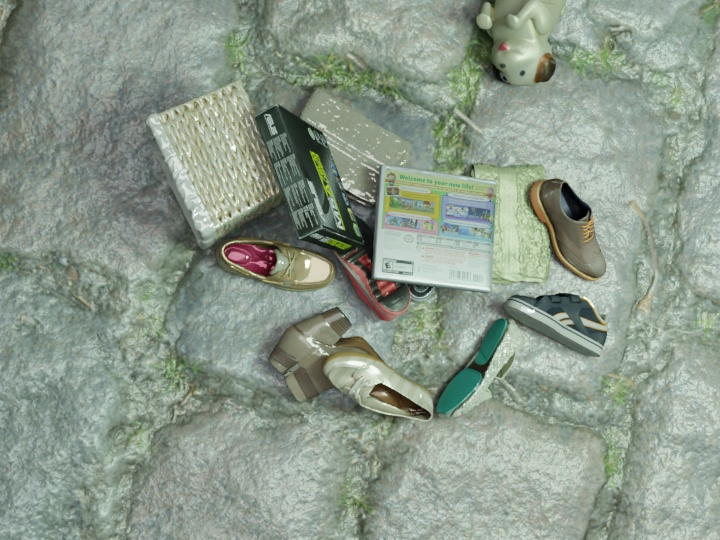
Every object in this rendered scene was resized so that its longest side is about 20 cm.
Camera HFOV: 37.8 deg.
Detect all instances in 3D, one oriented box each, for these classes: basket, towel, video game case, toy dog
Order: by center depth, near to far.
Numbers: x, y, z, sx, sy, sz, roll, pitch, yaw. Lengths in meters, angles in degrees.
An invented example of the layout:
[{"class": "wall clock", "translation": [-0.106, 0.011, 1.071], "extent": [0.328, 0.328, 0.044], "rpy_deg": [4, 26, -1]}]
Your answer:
[{"class": "basket", "translation": [-0.219, -0.158, 1.620], "extent": [0.159, 0.198, 0.202], "rpy_deg": [-25, 89, -10]}, {"class": "video game case", "translation": [0.119, -0.066, 1.674], "extent": [0.197, 0.022, 0.185], "rpy_deg": [7, 80, -13]}, {"class": "towel", "translation": [-0.022, -0.198, 1.723], "extent": [0.198, 0.034, 0.134], "rpy_deg": [31, 74, -2]}, {"class": "toy dog", "translation": [0.267, -0.406, 1.736], "extent": [0.138, 0.193, 0.203], "rpy_deg": [7, 88, 31]}, {"class": "towel", "translation": [0.249, -0.078, 1.754], "extent": [0.146, 0.036, 0.203], "rpy_deg": [0, 86, -8]}]

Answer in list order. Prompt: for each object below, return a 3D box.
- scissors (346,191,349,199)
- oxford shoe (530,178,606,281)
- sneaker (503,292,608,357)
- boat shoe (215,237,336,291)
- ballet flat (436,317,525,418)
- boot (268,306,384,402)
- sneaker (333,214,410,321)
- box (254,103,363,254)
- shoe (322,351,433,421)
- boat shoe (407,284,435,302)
[{"class": "scissors", "translation": [-0.011, -0.082, 1.732], "extent": [0.200, 0.014, 0.073], "rpy_deg": [45, 81, -1]}, {"class": "oxford shoe", "translation": [0.356, -0.064, 1.731], "extent": [0.071, 0.073, 0.201], "rpy_deg": [-47, 110, -25]}, {"class": "sneaker", "translation": [0.324, 0.069, 1.726], "extent": [0.198, 0.078, 0.080], "rpy_deg": [27, 79, -25]}, {"class": "boat shoe", "translation": [-0.135, -0.009, 1.684], "extent": [0.197, 0.069, 0.075], "rpy_deg": [8, 85, -6]}, {"class": "ballet flat", "translation": [0.205, 0.171, 1.719], "extent": [0.071, 0.072, 0.201], "rpy_deg": [37, 83, -3]}, {"class": "boot", "translation": [-0.046, 0.161, 1.692], "extent": [0.146, 0.070, 0.201], "rpy_deg": [-40, 99, 1]}, {"class": "sneaker", "translation": [0.000, 0.000, 1.696], "extent": [0.073, 0.087, 0.201], "rpy_deg": [-27, 75, -24]}, {"class": "box", "translation": [-0.073, -0.133, 1.580], "extent": [0.047, 0.193, 0.202], "rpy_deg": [-23, 77, 13]}, {"class": "shoe", "translation": [0.031, 0.185, 1.647], "extent": [0.198, 0.054, 0.070], "rpy_deg": [24, 116, -18]}, {"class": "boat shoe", "translation": [0.120, -0.047, 1.719], "extent": [0.071, 0.068, 0.202], "rpy_deg": [22, 84, -5]}]
